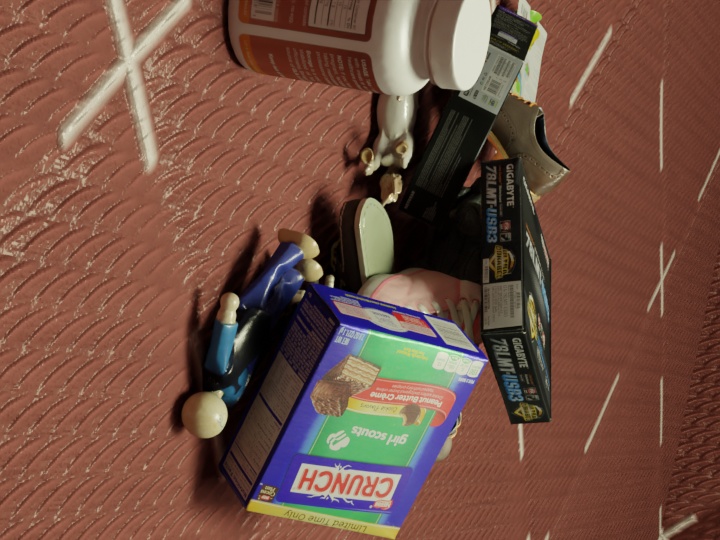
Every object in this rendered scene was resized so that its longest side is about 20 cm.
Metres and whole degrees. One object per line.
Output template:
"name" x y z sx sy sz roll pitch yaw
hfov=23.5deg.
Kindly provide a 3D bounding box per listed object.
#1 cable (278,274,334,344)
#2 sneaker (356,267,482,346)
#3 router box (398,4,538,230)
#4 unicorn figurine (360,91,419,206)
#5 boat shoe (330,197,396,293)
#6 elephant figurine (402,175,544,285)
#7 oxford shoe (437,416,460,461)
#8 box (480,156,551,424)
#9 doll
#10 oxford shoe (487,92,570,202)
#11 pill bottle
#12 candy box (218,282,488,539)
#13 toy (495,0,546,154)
"cable" -0.055 0.102 1.616 0.097 0.050 0.202 -173 -90 -79
"sneaker" 0.063 0.047 1.669 0.200 0.104 0.076 -26 127 -62
"router box" 0.112 -0.160 1.785 0.201 0.052 0.157 -64 179 23
"unicorn figurine" 0.044 -0.171 1.737 0.137 0.073 0.201 -28 141 -74
"boat shoe" 0.000 0.000 1.710 0.202 0.060 0.072 74 34 -50
"elephant figurine" 0.111 -0.019 1.895 0.200 0.141 0.156 -45 120 -59
"oxford shoe" 0.079 0.181 1.960 0.200 0.072 0.072 50 54 -63
"box" 0.158 0.023 1.742 0.200 0.049 0.200 66 24 -56
"doll" -0.101 0.057 1.506 0.201 0.048 0.137 -60 162 -25
"oxford shoe" 0.162 -0.173 1.895 0.201 0.073 0.071 61 23 5
"pill bottle" 0.001 -0.205 1.422 0.112 0.199 0.113 12 90 -68
"candy box" -0.008 0.130 1.550 0.168 0.077 0.201 15 112 -32
"toy" 0.176 -0.214 2.058 0.115 0.047 0.202 40 60 -62
